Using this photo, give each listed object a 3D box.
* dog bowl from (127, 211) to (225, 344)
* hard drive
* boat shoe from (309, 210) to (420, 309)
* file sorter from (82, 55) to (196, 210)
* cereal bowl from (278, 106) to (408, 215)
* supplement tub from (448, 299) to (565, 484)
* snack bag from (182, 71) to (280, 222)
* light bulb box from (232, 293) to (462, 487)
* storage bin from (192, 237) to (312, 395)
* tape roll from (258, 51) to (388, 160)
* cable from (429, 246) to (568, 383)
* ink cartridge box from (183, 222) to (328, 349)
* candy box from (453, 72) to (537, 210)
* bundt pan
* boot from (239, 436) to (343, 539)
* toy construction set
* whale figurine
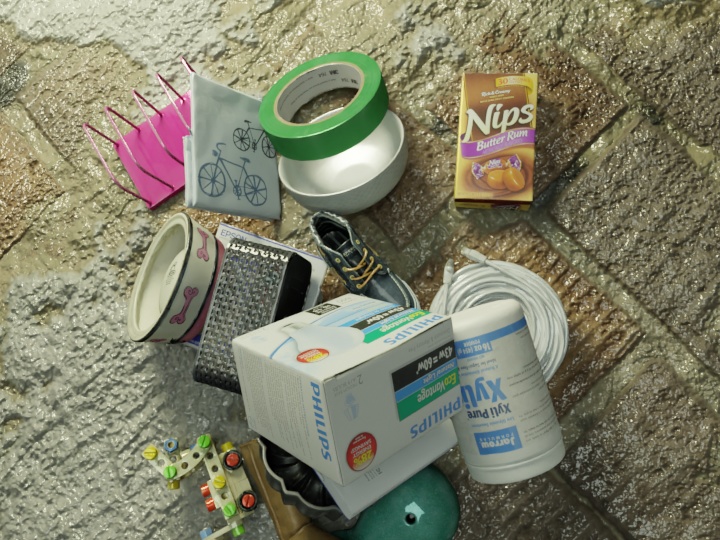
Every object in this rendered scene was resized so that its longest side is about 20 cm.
[{"bbox_3d":[-0.274,0.019,0.890,0.073,0.200,0.202,23,84,-33],"label":"dog bowl"},{"bbox_3d":[0.025,0.218,0.781,0.199,0.025,0.132,-20,56,-36],"label":"hard drive"},{"bbox_3d":[0.000,0.000,0.833,0.071,0.091,0.200,-44,65,-8],"label":"boat shoe"},{"bbox_3d":[-0.315,-0.222,0.952,0.199,0.125,0.140,-34,79,2],"label":"file sorter"},{"bbox_3d":[-0.019,-0.157,0.902,0.198,0.084,0.201,-11,50,14],"label":"cereal bowl"},{"bbox_3d":[0.170,0.149,0.756,0.131,0.132,0.202,-18,88,5],"label":"supplement tub"},{"bbox_3d":[-0.192,-0.182,0.897,0.021,0.188,0.202,-5,86,33],"label":"snack bag"},{"bbox_3d":[-0.017,0.127,0.718,0.199,0.197,0.126,9,114,50],"label":"light bulb box"},{"bbox_3d":[-0.146,0.068,0.835,0.093,0.135,0.202,12,84,10],"label":"storage bin"},{"bbox_3d":[-0.057,-0.255,0.910,0.199,0.048,0.202,-13,49,15],"label":"tape roll"},{"bbox_3d":[0.196,0.087,0.860,0.198,0.069,0.202,20,86,10],"label":"cable"},{"bbox_3d":[-0.165,0.051,0.932,0.196,0.047,0.202,19,83,12],"label":"ink cartridge box"},{"bbox_3d":[0.206,-0.198,0.907,0.115,0.056,0.202,3,81,10],"label":"candy box"},{"bbox_3d":[-0.046,0.244,0.801,0.200,0.076,0.203,12,42,-11],"label":"bundt pan"},{"bbox_3d":[-0.096,0.324,0.831,0.175,0.066,0.202,-33,75,46],"label":"boot"},{"bbox_3d":[-0.227,0.330,0.873,0.130,0.092,0.202,-21,86,-18],"label":"toy construction set"},{"bbox_3d":[0.044,0.354,0.824,0.199,0.104,0.160,-35,79,3],"label":"whale figurine"}]
